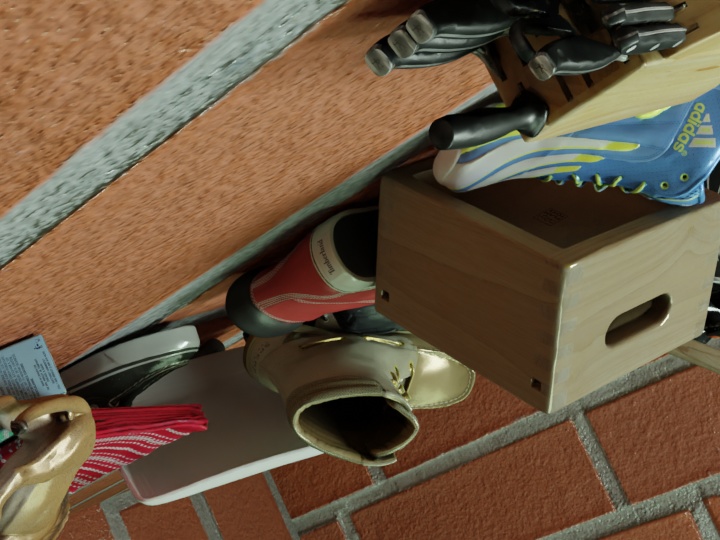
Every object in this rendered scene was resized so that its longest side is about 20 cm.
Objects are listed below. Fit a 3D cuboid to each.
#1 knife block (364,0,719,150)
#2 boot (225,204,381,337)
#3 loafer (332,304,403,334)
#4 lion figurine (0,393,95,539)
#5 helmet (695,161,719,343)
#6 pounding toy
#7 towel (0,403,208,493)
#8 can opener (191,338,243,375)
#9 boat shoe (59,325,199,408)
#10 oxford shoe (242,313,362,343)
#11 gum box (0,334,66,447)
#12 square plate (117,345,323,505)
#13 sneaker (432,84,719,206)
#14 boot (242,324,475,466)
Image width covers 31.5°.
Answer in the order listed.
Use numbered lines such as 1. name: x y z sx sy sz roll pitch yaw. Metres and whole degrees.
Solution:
1. knife block: 0.089 -0.096 0.553 0.175 0.064 0.200 -25 173 -2
2. boot: 0.000 0.000 0.943 0.200 0.073 0.144 -8 164 -47
3. loafer: 0.072 0.004 1.020 0.200 0.068 0.070 -15 153 -8
4. lion figurine: -0.204 0.128 0.784 0.122 0.073 0.200 -22 162 -51
5. helmet: 0.267 -0.050 1.001 0.199 0.191 0.200 7 158 3
6. pounding toy: 0.143 0.008 0.833 0.200 0.143 0.184 -20 -145 -36
7. towel: -0.223 0.142 0.927 0.200 0.023 0.145 -29 161 29
8. can opener: -0.168 0.107 1.255 0.200 0.053 0.067 -33 -156 57
9. boat shoe: -0.207 0.105 0.988 0.200 0.064 0.071 -26 172 6
10. oxford shoe: -0.010 0.025 1.071 0.200 0.073 0.084 -30 164 16
11. gum box: -0.296 0.115 0.833 0.200 0.045 0.170 -22 172 -20
12. square plate: -0.122 0.127 1.069 0.198 0.029 0.200 -14 -155 -25
13. sneaker: 0.147 -0.072 0.755 0.200 0.105 0.076 -27 173 8
14. boot: 0.020 0.097 0.998 0.200 0.072 0.155 8 -166 -21
